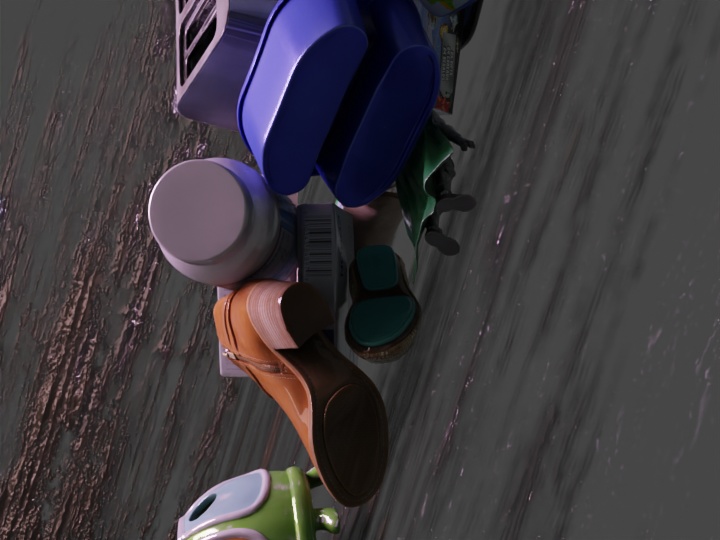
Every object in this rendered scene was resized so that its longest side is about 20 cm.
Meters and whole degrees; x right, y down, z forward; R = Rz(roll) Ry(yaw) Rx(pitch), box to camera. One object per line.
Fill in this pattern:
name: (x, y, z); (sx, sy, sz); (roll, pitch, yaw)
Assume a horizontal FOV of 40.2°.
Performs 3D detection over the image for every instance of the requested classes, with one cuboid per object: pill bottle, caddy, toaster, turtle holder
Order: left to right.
pill bottle: (-0.117, -0.039, 0.874); (0.200, 0.108, 0.110); (37, -111, -81)
toaster: (-0.102, -0.251, 0.945); (0.200, 0.118, 0.182); (-35, 55, 55)
turtle holder: (-0.089, 0.229, 0.845); (0.186, 0.131, 0.142); (-106, 14, -56)
caddy: (-0.021, -0.151, 0.825); (0.201, 0.140, 0.105); (-62, 33, 32)

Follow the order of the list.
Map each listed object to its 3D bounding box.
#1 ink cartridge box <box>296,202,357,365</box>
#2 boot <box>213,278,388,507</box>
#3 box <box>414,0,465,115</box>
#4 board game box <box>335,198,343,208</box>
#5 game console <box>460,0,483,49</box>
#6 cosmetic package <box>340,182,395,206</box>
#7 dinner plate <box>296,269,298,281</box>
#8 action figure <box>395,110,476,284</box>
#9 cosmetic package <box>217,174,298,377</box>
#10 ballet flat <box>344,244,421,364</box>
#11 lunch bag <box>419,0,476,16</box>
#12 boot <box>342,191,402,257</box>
ink cartridge box: (-0.027, 0.039, 0.989); (0.200, 0.040, 0.201); (6, -98, -84)
boot: (-0.061, 0.103, 0.849); (0.076, 0.201, 0.155); (-31, 11, -29)
box: (0.048, -0.259, 0.936); (0.040, 0.136, 0.202); (8, 91, 39)
board game box: (-0.006, -0.096, 1.383); (0.200, 0.034, 0.136); (-89, 17, -61)
game console: (0.073, -0.326, 1.066); (0.116, 0.175, 0.201); (40, -116, -67)
cosmetic package: (0.003, -0.148, 1.059); (0.200, 0.073, 0.104); (-73, -38, -73)
dinner plate: (-0.056, 0.042, 1.082); (0.200, 0.024, 0.202); (-1, -90, -90)
action figure: (0.062, -0.089, 0.857); (0.200, 0.054, 0.119); (-94, 20, -58)
cosmetic package: (-0.107, 0.003, 1.053); (0.113, 0.080, 0.202); (-85, -6, -77)
ballet flat: (0.022, 0.044, 0.890); (0.200, 0.070, 0.066); (-84, -12, -64)
lunch bag: (0.102, -0.319, 0.803); (0.160, 0.082, 0.201); (-23, 44, 39)
boot: (0.000, 0.000, 1.093); (0.200, 0.070, 0.147); (144, 136, -77)
